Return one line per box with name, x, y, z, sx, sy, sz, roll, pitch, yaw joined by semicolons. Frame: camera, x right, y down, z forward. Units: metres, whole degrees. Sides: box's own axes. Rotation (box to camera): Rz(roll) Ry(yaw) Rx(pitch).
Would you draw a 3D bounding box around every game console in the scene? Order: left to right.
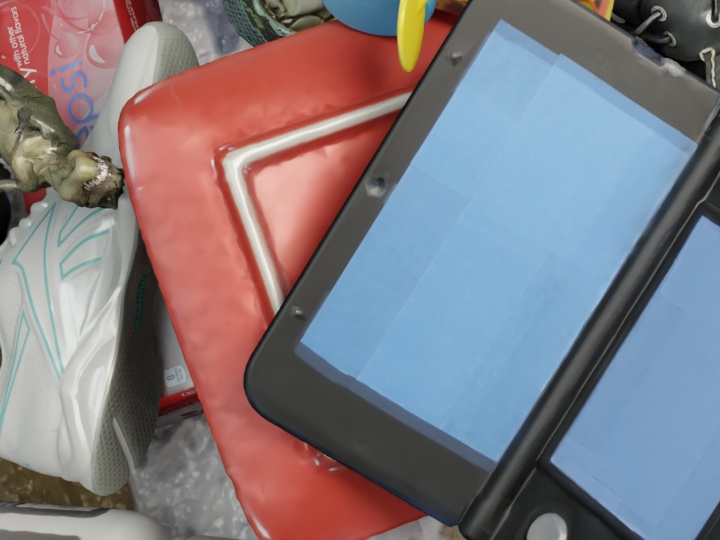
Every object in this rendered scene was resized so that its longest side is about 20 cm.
game console;0.081;0.018;1.044;0.200;0.118;0.171;-59;40;7

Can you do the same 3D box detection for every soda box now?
soda box;-0.108;-0.032;1.262;0.070;0.063;0.201;-20;77;16

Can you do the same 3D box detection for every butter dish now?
butter dish;0.000;0.000;1.182;0.200;0.148;0.200;-20;92;-20

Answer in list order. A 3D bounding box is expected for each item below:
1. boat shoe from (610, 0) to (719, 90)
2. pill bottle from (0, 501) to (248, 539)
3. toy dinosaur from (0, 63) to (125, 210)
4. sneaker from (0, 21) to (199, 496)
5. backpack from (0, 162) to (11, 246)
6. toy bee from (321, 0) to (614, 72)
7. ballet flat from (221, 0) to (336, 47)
boat shoe;0.128;-0.125;1.162;0.066;0.074;0.200;-5;107;-18
pill bottle;-0.142;0.158;1.221;0.199;0.113;0.114;2;83;20
toy dinosaur;-0.163;-0.071;1.170;0.200;0.088;0.048;51;129;50
sneaker;-0.118;-0.011;1.192;0.080;0.070;0.201;12;86;22
backpack;-0.268;0.008;1.204;0.183;0.147;0.200;31;93;-2
toy bee;0.010;-0.138;1.091;0.199;0.109;0.131;-4;66;-12
ballet flat;-0.036;-0.187;1.216;0.074;0.074;0.201;-6;113;18
